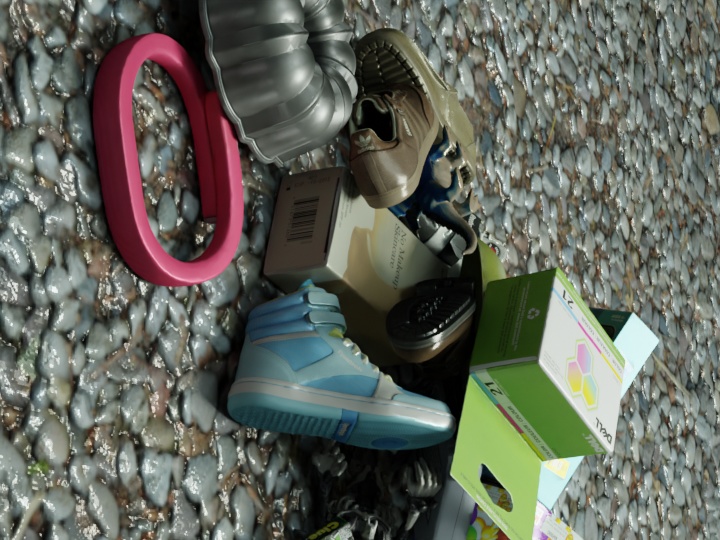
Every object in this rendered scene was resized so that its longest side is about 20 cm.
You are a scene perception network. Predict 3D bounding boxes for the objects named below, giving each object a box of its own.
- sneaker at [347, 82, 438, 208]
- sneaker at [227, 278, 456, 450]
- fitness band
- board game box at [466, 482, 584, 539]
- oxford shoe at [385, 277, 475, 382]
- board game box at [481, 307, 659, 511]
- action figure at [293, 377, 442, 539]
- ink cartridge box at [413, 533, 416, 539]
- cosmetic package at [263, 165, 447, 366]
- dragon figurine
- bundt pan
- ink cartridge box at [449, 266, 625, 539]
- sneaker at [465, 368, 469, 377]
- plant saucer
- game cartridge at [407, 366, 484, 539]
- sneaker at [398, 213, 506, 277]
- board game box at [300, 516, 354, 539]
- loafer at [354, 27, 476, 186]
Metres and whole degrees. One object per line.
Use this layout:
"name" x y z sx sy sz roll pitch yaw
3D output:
"sneaker" 0.027 -0.136 1.451 0.201 0.070 0.076 -85 154 -58
"sneaker" -0.010 0.076 1.366 0.197 0.080 0.132 12 62 -15
"fitness band" -0.153 -0.088 1.280 0.143 0.037 0.203 -10 92 -56
"board game box" 0.113 0.314 1.497 0.105 0.102 0.201 40 71 -34
"oxford shoe" 0.070 0.060 1.411 0.200 0.072 0.086 -27 115 -72
"board game box" 0.180 0.127 1.565 0.047 0.150 0.201 43 72 -24
"action figure" 0.009 0.185 1.418 0.102 0.117 0.202 105 -4 -57
"ink cartridge box" 0.110 0.329 1.622 0.200 0.042 0.121 44 50 -43
"cosmetic package" 0.000 0.000 1.473 0.200 0.070 0.106 40 51 -48
"dragon figurine" 0.055 -0.071 1.513 0.059 0.099 0.202 42 28 -52
"bundt pan" -0.060 -0.195 1.372 0.202 0.075 0.205 -10 90 -70
"ink cartridge box" 0.158 0.125 1.399 0.148 0.075 0.202 49 42 -37
"sneaker" 0.145 0.172 1.683 0.200 0.076 0.081 47 57 -41
"plant saucer" 0.115 0.068 1.532 0.200 0.031 0.203 -178 -90 -86
"game cartridge" 0.075 0.177 1.481 0.201 0.041 0.135 -97 -167 -62
"sneaker" 0.102 -0.031 1.632 0.201 0.088 0.075 56 43 -35
"board game box" -0.028 0.320 1.364 0.104 0.023 0.202 -27 113 -24
"loafer" 0.055 -0.167 1.598 0.201 0.075 0.068 57 32 -37
